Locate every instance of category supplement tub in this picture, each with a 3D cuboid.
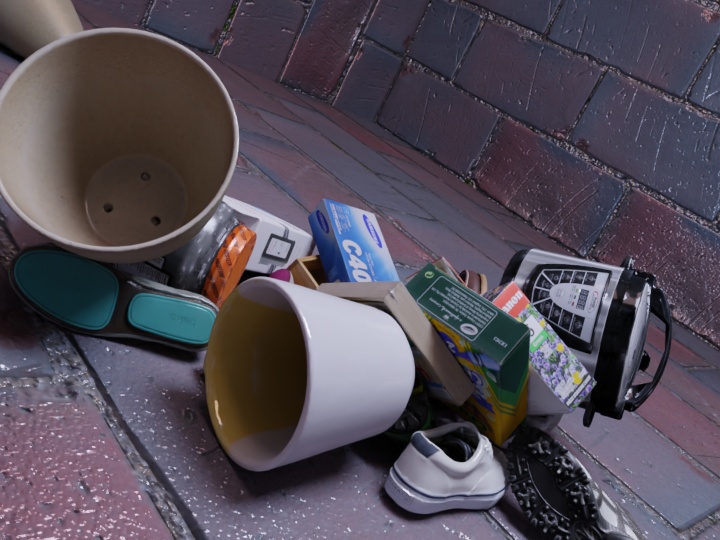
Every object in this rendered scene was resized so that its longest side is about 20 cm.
[{"bbox_3d":[-0.220,-0.045,0.764,0.198,0.124,0.123,28,16,-1],"label":"supplement tub"}]

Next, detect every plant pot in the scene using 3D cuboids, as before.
[{"bbox_3d":[-0.620,-0.479,1.353,0.200,0.188,0.187,46,20,9],"label":"plant pot"}]

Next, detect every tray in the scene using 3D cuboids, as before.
[{"bbox_3d":[-0.025,0.025,0.982,0.099,0.037,0.199,54,23,10],"label":"tray"}]

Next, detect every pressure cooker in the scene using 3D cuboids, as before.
[{"bbox_3d":[0.267,0.072,0.848,0.197,0.179,0.178,15,26,25],"label":"pressure cooker"}]

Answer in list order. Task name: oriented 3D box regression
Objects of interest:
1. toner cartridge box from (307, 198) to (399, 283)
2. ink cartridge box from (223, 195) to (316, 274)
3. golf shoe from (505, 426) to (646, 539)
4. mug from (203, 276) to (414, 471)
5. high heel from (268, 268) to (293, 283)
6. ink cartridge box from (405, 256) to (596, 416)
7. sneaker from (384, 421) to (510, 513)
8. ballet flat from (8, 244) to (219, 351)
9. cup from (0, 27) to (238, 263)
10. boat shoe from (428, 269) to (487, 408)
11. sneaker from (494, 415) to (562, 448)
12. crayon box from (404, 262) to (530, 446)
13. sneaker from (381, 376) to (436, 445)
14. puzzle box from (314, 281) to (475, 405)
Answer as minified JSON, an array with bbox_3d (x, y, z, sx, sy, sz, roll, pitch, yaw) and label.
[{"bbox_3d":[0.000,0.000,0.932,0.094,0.043,0.202,14,43,-38],"label":"toner cartridge box"},{"bbox_3d":[-0.153,-0.048,0.904,0.115,0.069,0.199,26,4,23],"label":"ink cartridge box"},{"bbox_3d":[0.223,0.247,0.710,0.201,0.078,0.094,54,14,24],"label":"golf shoe"},{"bbox_3d":[-0.043,0.078,0.624,0.151,0.151,0.186,6,25,-43],"label":"mug"},{"bbox_3d":[-0.117,0.043,0.807,0.094,0.069,0.200,-10,11,-12],"label":"high heel"},{"bbox_3d":[0.143,0.061,0.741,0.201,0.050,0.109,50,-21,-2],"label":"ink cartridge box"},{"bbox_3d":[0.104,0.188,0.691,0.073,0.072,0.199,38,16,32],"label":"sneaker"},{"bbox_3d":[-0.227,0.032,0.662,0.197,0.069,0.063,21,-10,-25],"label":"ballet flat"},{"bbox_3d":[-0.210,-0.088,0.637,0.198,0.202,0.143,28,-22,0],"label":"cup"},{"bbox_3d":[0.116,0.078,0.899,0.069,0.071,0.202,19,53,-4],"label":"boat shoe"},{"bbox_3d":[0.226,0.183,0.910,0.074,0.082,0.199,21,30,33],"label":"sneaker"},{"bbox_3d":[0.109,0.098,0.726,0.125,0.052,0.201,35,-24,32],"label":"crayon box"},{"bbox_3d":[-0.003,0.124,0.743,0.199,0.078,0.086,34,-19,39],"label":"sneaker"},{"bbox_3d":[0.025,0.070,0.739,0.134,0.025,0.199,54,-20,-13],"label":"puzzle box"}]
